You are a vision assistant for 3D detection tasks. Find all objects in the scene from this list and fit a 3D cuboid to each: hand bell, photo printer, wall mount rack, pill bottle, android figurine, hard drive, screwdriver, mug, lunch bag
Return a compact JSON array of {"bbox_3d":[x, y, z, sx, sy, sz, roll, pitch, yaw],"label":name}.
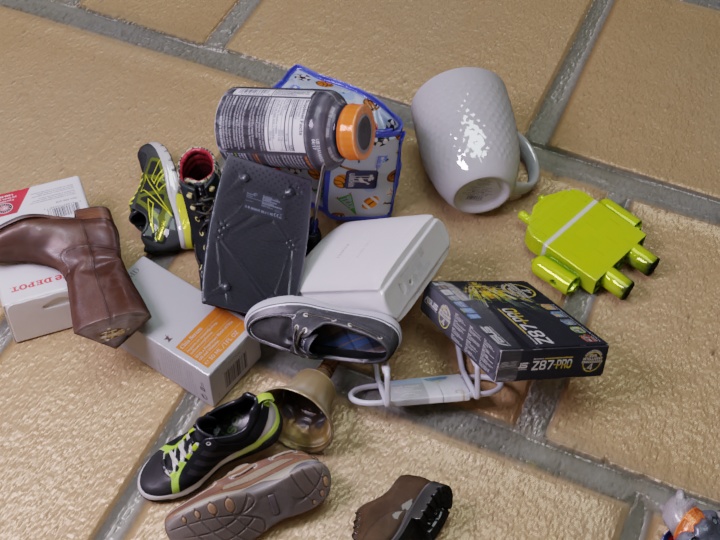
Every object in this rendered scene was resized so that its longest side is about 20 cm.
[{"bbox_3d":[-0.043,0.122,1.459,0.103,0.105,0.200,18,43,14],"label":"hand bell"},{"bbox_3d":[0.000,0.000,1.519,0.199,0.070,0.167,-3,38,43],"label":"photo printer"},{"bbox_3d":[0.078,0.114,1.475,0.198,0.075,0.174,-4,18,-6],"label":"wall mount rack"},{"bbox_3d":[-0.082,-0.185,1.510,0.199,0.107,0.107,6,48,24],"label":"pill bottle"},{"bbox_3d":[0.314,-0.041,1.627,0.200,0.041,0.182,36,58,25],"label":"android figurine"},{"bbox_3d":[-0.137,-0.037,1.489,0.134,0.042,0.202,16,70,-23],"label":"hard drive"},{"bbox_3d":[-0.059,-0.080,1.547,0.028,0.201,0.029,14,49,1],"label":"screwdriver"},{"bbox_3d":[0.180,-0.174,1.685,0.199,0.148,0.176,12,52,-31],"label":"mug"},{"bbox_3d":[-0.036,-0.171,1.643,0.199,0.171,0.124,22,48,14],"label":"lunch bag"}]

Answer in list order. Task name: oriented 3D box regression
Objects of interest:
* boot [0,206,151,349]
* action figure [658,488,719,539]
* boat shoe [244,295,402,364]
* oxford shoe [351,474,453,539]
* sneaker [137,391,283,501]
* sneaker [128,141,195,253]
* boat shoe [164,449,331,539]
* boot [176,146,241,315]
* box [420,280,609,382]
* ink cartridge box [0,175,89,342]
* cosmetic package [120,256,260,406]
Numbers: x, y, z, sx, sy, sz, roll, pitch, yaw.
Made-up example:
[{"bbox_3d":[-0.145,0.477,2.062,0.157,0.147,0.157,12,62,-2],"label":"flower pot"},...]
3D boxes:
[{"bbox_3d":[-0.373,0.019,1.447,0.185,0.064,0.201,-17,58,-13],"label":"boot"},{"bbox_3d":[0.425,0.313,1.293,0.193,0.105,0.200,38,60,16],"label":"action figure"},{"bbox_3d":[-0.051,0.082,1.406,0.198,0.070,0.066,9,26,8],"label":"boat shoe"},{"bbox_3d":[0.019,0.313,1.313,0.084,0.073,0.200,17,48,35],"label":"oxford shoe"},{"bbox_3d":[-0.186,0.197,1.359,0.199,0.083,0.072,-31,52,2],"label":"sneaker"},{"bbox_3d":[-0.296,-0.106,1.646,0.084,0.075,0.201,-16,52,-14],"label":"sneaker"},{"bbox_3d":[-0.134,0.266,1.346,0.199,0.076,0.072,-16,25,-17],"label":"boat shoe"},{"bbox_3d":[-0.200,-0.051,1.545,0.073,0.154,0.205,-13,48,3],"label":"boot"},{"bbox_3d":[0.189,0.072,1.451,0.160,0.049,0.200,-2,24,-25],"label":"box"},{"bbox_3d":[-0.423,-0.017,1.562,0.143,0.084,0.201,-15,52,-15],"label":"ink cartridge box"},{"bbox_3d":[-0.237,0.076,1.496,0.199,0.072,0.101,28,55,22],"label":"cosmetic package"}]
